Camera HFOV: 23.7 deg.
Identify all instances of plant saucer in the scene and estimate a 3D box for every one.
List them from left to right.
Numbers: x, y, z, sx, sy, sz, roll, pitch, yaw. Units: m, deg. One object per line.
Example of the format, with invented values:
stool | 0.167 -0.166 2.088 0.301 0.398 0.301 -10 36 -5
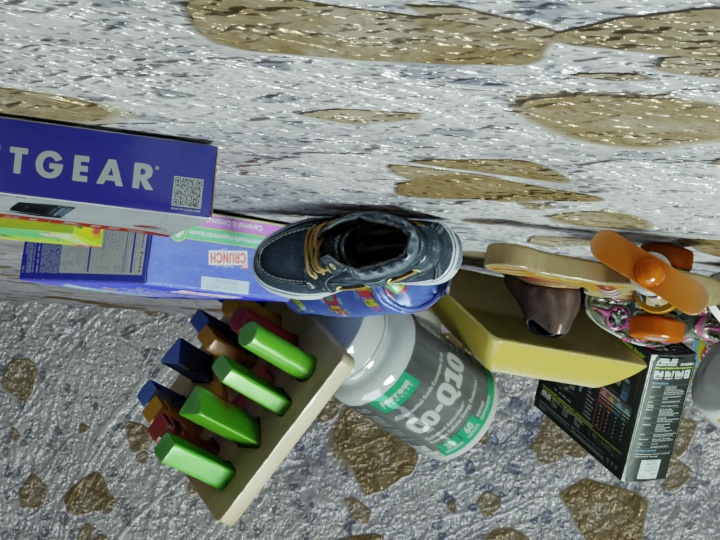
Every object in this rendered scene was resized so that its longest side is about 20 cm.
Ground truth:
plant saucer | 0.168 0.063 1.798 0.200 0.049 0.200 12 -162 -29

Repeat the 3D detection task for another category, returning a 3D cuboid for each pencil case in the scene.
pencil case | 0.000 0.000 1.557 0.078 0.087 0.200 54 155 -18

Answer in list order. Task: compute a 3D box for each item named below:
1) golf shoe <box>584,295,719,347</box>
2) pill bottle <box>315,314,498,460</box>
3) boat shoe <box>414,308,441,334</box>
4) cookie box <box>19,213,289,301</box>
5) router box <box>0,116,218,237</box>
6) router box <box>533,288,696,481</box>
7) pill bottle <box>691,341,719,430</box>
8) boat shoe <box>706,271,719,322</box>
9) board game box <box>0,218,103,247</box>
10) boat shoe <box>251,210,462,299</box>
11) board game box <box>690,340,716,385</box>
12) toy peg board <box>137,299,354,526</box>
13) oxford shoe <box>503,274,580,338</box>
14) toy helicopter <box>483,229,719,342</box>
golf shoe | 0.310 0.045 1.791 0.200 0.073 0.092 7 177 -28
pill bottle | 0.036 0.100 1.706 0.200 0.113 0.113 35 158 -35
boat shoe | 0.002 0.014 1.750 0.200 0.072 0.069 26 -151 -27
cookie box | -0.187 -0.015 1.585 0.171 0.075 0.200 9 175 -45
router box | -0.210 -0.063 1.145 0.199 0.049 0.179 7 176 -15
router box | 0.275 0.120 1.879 0.062 0.150 0.200 0 -159 -26
pill bottle | 0.455 0.161 1.829 0.200 0.112 0.112 40 159 -25
boat shoe | 0.403 0.036 1.609 0.201 0.072 0.060 19 143 -33
board game box | -0.317 -0.055 1.400 0.199 0.048 0.102 5 176 5
boat shoe | -0.021 -0.019 1.426 0.200 0.071 0.091 -5 170 30
board game box | 0.489 0.089 1.949 0.200 0.103 0.105 1 173 39
toy peg board | -0.136 0.101 1.648 0.098 0.200 0.199 33 -173 -37
oxford shoe | 0.180 0.031 1.736 0.071 0.073 0.200 4 180 -1
toy helicopter | 0.200 0.005 1.396 0.199 0.079 0.132 10 174 -11
